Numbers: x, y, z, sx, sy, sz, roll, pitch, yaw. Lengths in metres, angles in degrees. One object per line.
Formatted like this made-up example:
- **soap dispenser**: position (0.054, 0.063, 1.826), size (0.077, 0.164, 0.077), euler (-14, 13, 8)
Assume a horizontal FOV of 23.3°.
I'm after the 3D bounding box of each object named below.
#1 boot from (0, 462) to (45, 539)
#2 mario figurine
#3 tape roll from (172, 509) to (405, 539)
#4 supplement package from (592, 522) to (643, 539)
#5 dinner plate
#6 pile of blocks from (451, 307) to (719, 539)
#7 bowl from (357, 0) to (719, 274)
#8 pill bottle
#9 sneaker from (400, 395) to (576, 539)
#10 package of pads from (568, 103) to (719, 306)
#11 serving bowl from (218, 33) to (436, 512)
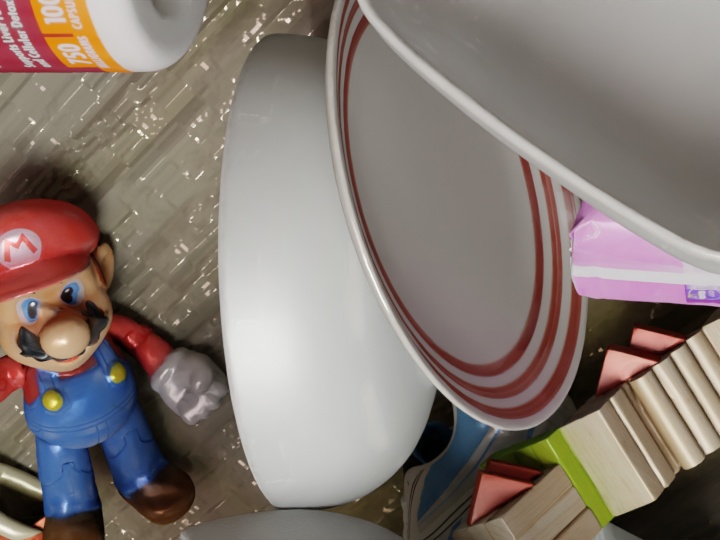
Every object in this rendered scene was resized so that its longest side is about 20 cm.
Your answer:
- **boot**: position (-0.163, 0.182, 0.969), size (0.200, 0.075, 0.107), euler (31, 113, -8)
- **mario figurine**: position (-0.141, 0.058, 0.856), size (0.106, 0.123, 0.200), euler (6, 127, 29)
- **tape roll**: position (-0.025, 0.213, 0.681), size (0.202, 0.139, 0.203), euler (-10, 120, -19)
- **supplement package**: position (0.116, 0.248, 0.830), size (0.200, 0.147, 0.191), euler (30, 129, -33)
- **dinner plate**: position (0.037, -0.035, 0.687), size (0.024, 0.200, 0.200), euler (-14, 115, 32)
- **pile of blocks**: position (0.110, 0.067, 0.771), size (0.062, 0.200, 0.082), euler (58, 162, -3)
- **bowl**: position (0.123, -0.108, 0.628), size (0.200, 0.075, 0.200), euler (38, 83, 20)
- **pill bottle**: position (-0.173, -0.140, 0.744), size (0.200, 0.113, 0.113), euler (1, 121, 18)
- **sneaker**: position (0.046, 0.120, 0.867), size (0.072, 0.072, 0.200), euler (34, 128, 19)
- **package of pads**: position (0.185, -0.046, 0.678), size (0.200, 0.121, 0.076), euler (4, 154, 15)
- **serving bowl**: position (0.000, 0.000, 0.725), size (0.066, 0.200, 0.200), euler (-2, 120, 13)
